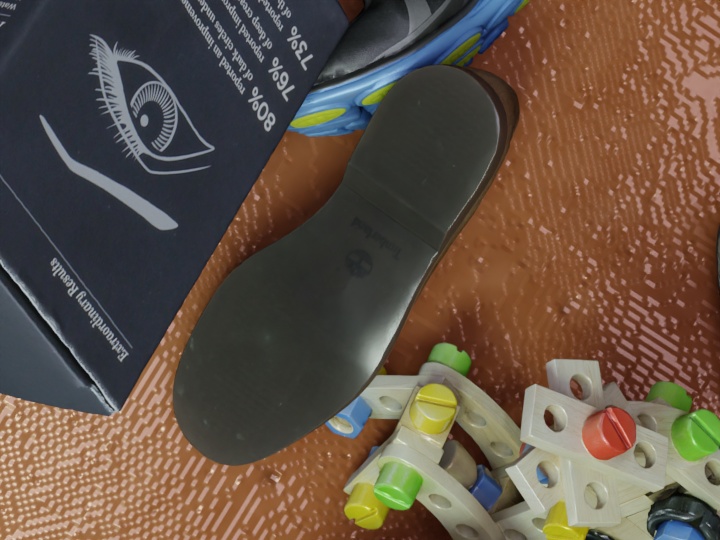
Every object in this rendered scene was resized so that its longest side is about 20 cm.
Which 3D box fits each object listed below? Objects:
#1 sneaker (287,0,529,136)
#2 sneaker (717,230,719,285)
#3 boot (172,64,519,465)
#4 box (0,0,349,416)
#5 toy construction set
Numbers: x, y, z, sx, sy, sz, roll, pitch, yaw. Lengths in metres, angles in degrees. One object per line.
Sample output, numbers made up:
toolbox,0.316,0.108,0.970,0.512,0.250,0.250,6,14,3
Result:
sneaker,0.032,-0.133,1.127,0.083,0.071,0.200,43,85,7
sneaker,0.247,0.027,1.111,0.145,0.202,0.077,-16,128,-22
boot,0.000,0.000,1.123,0.074,0.075,0.200,42,107,9
box,-0.113,-0.073,1.021,0.201,0.104,0.148,-59,140,-25
toy construction set,0.073,0.073,1.080,0.131,0.200,0.092,38,70,-16
